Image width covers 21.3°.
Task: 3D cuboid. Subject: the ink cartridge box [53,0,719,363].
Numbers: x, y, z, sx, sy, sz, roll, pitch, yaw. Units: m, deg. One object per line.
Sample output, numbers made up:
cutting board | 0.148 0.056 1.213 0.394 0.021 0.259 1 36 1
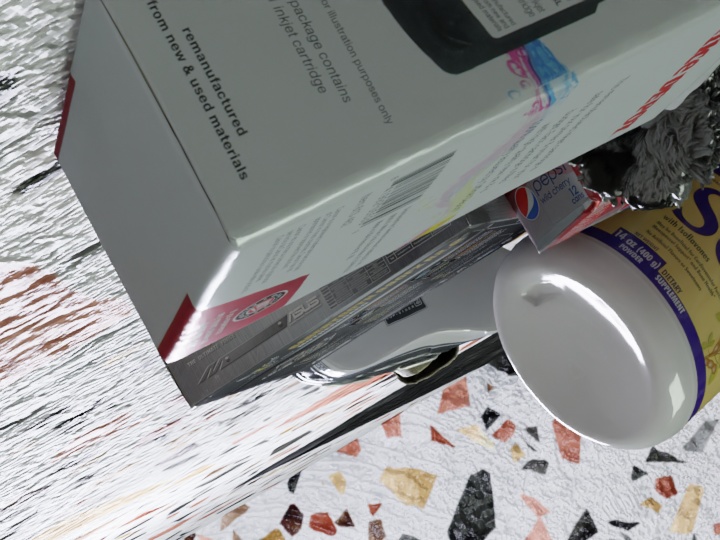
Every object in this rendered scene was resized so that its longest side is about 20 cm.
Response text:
ink cartridge box | 0.017 -0.064 0.581 0.199 0.083 0.146 -27 172 -19

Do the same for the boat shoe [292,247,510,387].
boat shoe | 0.037 0.038 1.396 0.199 0.072 0.068 -22 168 -30

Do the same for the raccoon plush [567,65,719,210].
raccoon plush | 0.175 -0.106 0.911 0.200 0.097 0.134 -36 178 39

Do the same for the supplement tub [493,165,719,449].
supplement tub | 0.192 -0.002 1.158 0.200 0.146 0.145 -37 178 -31

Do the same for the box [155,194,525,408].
box | 0.000 0.000 1.085 0.199 0.049 0.158 -33 171 23

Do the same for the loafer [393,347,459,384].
loafer | 0.044 0.055 1.552 0.076 0.068 0.200 -31 172 15

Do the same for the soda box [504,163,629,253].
soda box | 0.164 -0.084 1.061 0.199 0.070 0.063 -25 171 -34
